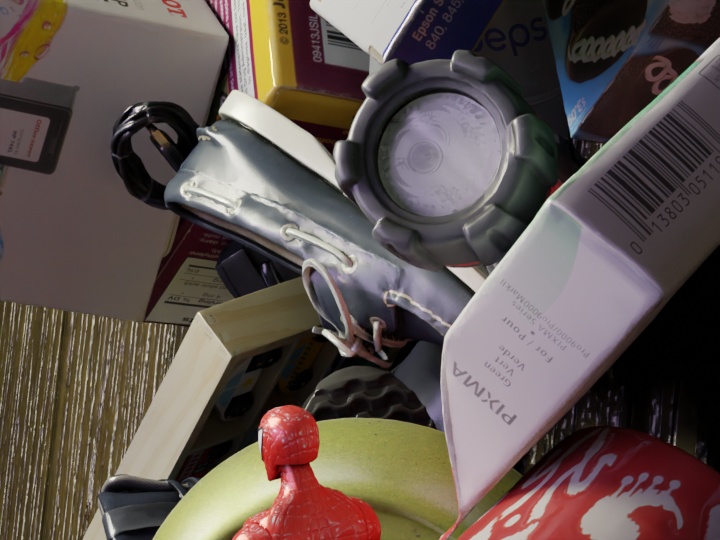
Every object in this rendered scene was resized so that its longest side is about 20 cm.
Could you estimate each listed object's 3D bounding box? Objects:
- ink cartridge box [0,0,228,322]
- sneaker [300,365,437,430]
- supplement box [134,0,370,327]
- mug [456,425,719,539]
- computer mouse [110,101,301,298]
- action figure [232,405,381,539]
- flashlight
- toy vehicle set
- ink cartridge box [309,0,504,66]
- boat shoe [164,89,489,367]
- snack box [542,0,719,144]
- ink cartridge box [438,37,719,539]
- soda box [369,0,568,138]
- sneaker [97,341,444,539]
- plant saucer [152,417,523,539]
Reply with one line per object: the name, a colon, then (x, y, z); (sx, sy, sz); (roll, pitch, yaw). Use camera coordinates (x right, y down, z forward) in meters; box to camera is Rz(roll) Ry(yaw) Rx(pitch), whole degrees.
ink cartridge box: (-0.185, -0.084, 1.077); (0.147, 0.199, 0.147); (-124, 48, -59)
sneaker: (0.010, 0.140, 0.930); (0.090, 0.070, 0.201); (121, 135, -79)
supplement box: (-0.035, -0.072, 1.108); (0.200, 0.103, 0.132); (129, 142, -50)
mug: (0.029, 0.151, 0.728); (0.200, 0.134, 0.177); (-44, 19, -27)
computer mouse: (-0.051, -0.013, 1.045); (0.058, 0.200, 0.034); (-20, 56, 22)
action figure: (-0.026, 0.141, 0.797); (0.052, 0.065, 0.201); (28, 120, 51)
flashlight: (0.050, -0.020, 0.808); (0.068, 0.200, 0.068); (-40, 71, 6)
toy vehicle set: (-0.053, 0.077, 1.077); (0.027, 0.124, 0.200); (50, 136, 22)
ink cartridge box: (0.058, -0.158, 0.838); (0.198, 0.047, 0.200); (-57, 16, 6)
boat shoe: (0.000, 0.000, 0.932); (0.200, 0.075, 0.062); (37, 87, 27)
snack box: (0.124, -0.149, 0.838); (0.200, 0.037, 0.117); (124, 147, -46)
ink cartridge box: (0.074, 0.006, 0.774); (0.161, 0.050, 0.200); (-42, -6, -41)
soda box: (0.046, -0.132, 0.986); (0.068, 0.063, 0.201); (155, 120, -63)
sneaker: (-0.027, 0.091, 0.984); (0.077, 0.145, 0.203); (-110, 37, -51)
plant saucer: (-0.002, 0.155, 0.862); (0.031, 0.199, 0.201); (3, -84, -73)
